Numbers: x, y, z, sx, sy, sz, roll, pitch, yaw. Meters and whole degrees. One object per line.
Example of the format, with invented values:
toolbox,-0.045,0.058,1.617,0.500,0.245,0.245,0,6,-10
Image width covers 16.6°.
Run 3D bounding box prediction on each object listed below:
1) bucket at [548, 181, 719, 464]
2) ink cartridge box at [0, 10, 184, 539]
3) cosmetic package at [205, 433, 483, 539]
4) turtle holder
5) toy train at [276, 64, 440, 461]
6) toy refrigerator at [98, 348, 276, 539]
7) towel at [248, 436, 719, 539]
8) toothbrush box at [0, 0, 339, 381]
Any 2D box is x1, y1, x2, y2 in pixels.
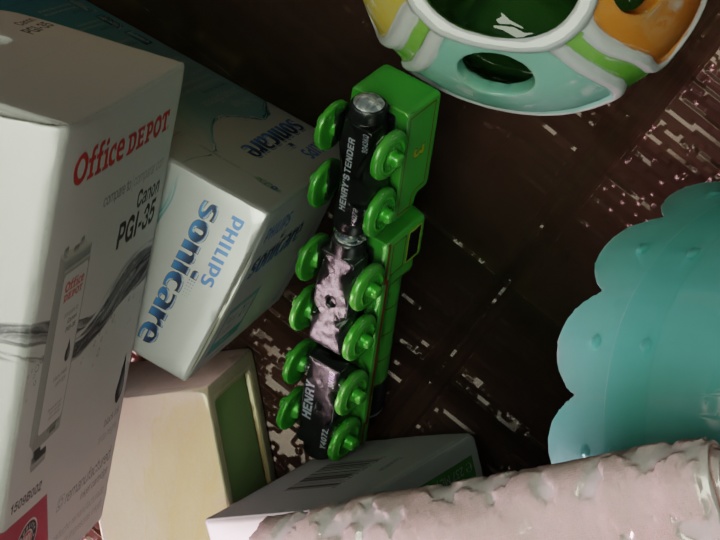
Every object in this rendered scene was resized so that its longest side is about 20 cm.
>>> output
bucket,0.190,0.063,0.965,0.135,0.207,0.208,1,107,59
ink cartridge box,-0.139,0.016,0.924,0.083,0.147,0.200,15,107,9
cosmetic package,0.014,0.184,1.088,0.085,0.108,0.200,-9,101,36
turtle holder,0.052,-0.140,1.004,0.185,0.132,0.141,34,108,4
toy train,0.000,0.000,1.054,0.042,0.056,0.200,29,135,22
toy refrigerator,-0.067,0.143,1.124,0.070,0.076,0.201,-7,99,15
towel,0.073,0.163,0.920,0.200,0.032,0.191,-13,105,31
toothbrush box,-0.120,-0.052,1.058,0.200,0.146,0.085,28,108,5
